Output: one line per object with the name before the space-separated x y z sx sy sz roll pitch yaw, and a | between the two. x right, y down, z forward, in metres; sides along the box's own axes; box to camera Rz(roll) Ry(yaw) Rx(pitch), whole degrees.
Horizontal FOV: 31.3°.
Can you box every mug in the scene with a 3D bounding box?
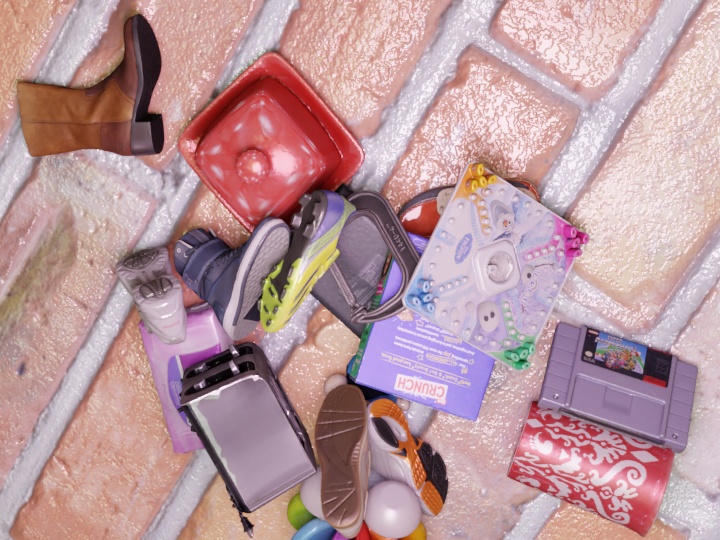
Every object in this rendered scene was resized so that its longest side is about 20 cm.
mug | 0.312 0.242 1.732 0.197 0.179 0.134 18 147 7

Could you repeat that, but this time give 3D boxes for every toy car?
toy car | -0.014 0.373 1.754 0.197 0.151 0.176 15 138 6

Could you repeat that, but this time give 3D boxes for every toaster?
toaster | -0.145 0.206 1.669 0.118 0.181 0.202 -28 102 0

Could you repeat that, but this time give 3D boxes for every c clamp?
c clamp | -0.011 -0.011 1.638 0.170 0.027 0.201 -40 63 10

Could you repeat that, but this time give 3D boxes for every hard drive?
hard drive | 0.000 0.000 1.725 0.200 0.033 0.139 42 106 -14

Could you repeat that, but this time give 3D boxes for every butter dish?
butter dish | -0.127 -0.145 1.661 0.199 0.148 0.200 -40 96 16

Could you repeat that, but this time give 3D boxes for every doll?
doll | 0.044 0.142 1.752 0.197 0.049 0.137 -18 133 8

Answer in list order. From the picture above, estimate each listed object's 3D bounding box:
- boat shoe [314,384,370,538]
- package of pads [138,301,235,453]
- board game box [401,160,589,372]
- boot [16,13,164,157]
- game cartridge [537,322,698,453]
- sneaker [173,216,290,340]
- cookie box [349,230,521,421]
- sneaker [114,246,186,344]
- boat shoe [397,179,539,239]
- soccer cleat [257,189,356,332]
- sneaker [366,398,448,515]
boat shoe | -0.019 0.251 1.696 0.071 0.065 0.202 -7 59 9
package of pads | -0.224 0.145 1.787 0.119 0.076 0.203 -11 103 10
board game box | 0.175 -0.003 1.610 0.199 0.026 0.202 30 82 -22
boot | -0.366 -0.247 1.725 0.197 0.069 0.191 3 112 15
game cartridge | 0.341 0.150 1.691 0.197 0.131 0.039 18 150 2
sneaker | -0.173 -0.025 1.670 0.146 0.076 0.203 48 134 23
cookie box | 0.095 0.072 1.661 0.169 0.075 0.203 19 87 -5
sneaker | -0.276 0.039 1.714 0.077 0.200 0.101 -17 118 -9
boat shoe | 0.138 -0.076 1.687 0.197 0.063 0.072 -10 105 12
soccer cleat | -0.065 -0.006 1.610 0.083 0.065 0.202 11 112 -38
sneaker | 0.046 0.263 1.793 0.091 0.076 0.201 -16 116 42
